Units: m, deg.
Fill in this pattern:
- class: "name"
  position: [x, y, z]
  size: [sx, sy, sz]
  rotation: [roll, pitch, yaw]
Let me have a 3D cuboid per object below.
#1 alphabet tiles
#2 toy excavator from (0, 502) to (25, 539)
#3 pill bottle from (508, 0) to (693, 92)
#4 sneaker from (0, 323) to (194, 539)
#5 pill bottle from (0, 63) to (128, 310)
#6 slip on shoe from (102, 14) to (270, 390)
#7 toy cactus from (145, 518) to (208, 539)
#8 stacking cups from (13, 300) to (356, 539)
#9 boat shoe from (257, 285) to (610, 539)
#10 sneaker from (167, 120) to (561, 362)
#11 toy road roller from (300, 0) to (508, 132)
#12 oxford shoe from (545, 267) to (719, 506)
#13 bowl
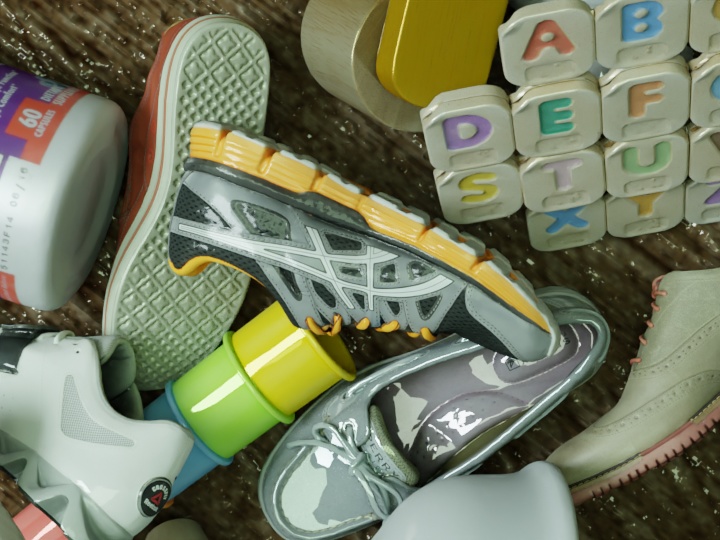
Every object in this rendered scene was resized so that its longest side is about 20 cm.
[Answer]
- class: "alphabet tiles"
  position: [0.131, -0.064, 0.708]
  size: [0.199, 0.196, 0.015]
  rotation: [-10, 60, 5]
- class: "toy excavator"
  position: [-0.177, 0.171, 0.735]
  size: [0.194, 0.100, 0.200]
  rotation: [40, 127, 0]
- class: "pill bottle"
  position: [0.124, -0.178, 0.736]
  size: [0.112, 0.113, 0.201]
  rotation: [4, 93, 5]
- class: "sneaker"
  position: [-0.158, 0.060, 0.773]
  size: [0.200, 0.074, 0.089]
  rotation: [35, 77, 30]
- class: "pill bottle"
  position: [-0.227, -0.061, 0.770]
  size: [0.200, 0.111, 0.112]
  rotation: [18, 93, 4]
- class: "slip on shoe"
  position: [-0.092, -0.034, 0.790]
  size: [0.074, 0.061, 0.200]
  rotation: [4, 106, -27]
- class: "toy cactus"
  position: [-0.078, 0.203, 0.762]
  size: [0.102, 0.200, 0.165]
  rotation: [-33, 49, 10]
- class: "stacking cups"
  position: [-0.098, 0.087, 0.797]
  size: [0.200, 0.061, 0.061]
  rotation: [-36, 89, 11]
- class: "boat shoe"
  position: [0.035, 0.074, 0.776]
  size: [0.202, 0.065, 0.075]
  rotation: [-29, 90, 5]
- class: "sneaker"
  position: [0.000, 0.000, 0.733]
  size: [0.200, 0.078, 0.077]
  rotation: [25, 94, 7]
- class: "toy road roller"
  position: [-0.008, -0.174, 0.710]
  size: [0.146, 0.123, 0.200]
  rotation: [6, 104, -22]
- class: "oxford shoe"
  position: [0.159, 0.042, 0.767]
  size: [0.200, 0.070, 0.075]
  rotation: [-38, 85, -5]
- class: "bowl"
  position: [0.029, 0.179, 0.707]
  size: [0.090, 0.201, 0.202]
  rotation: [11, 93, -6]
